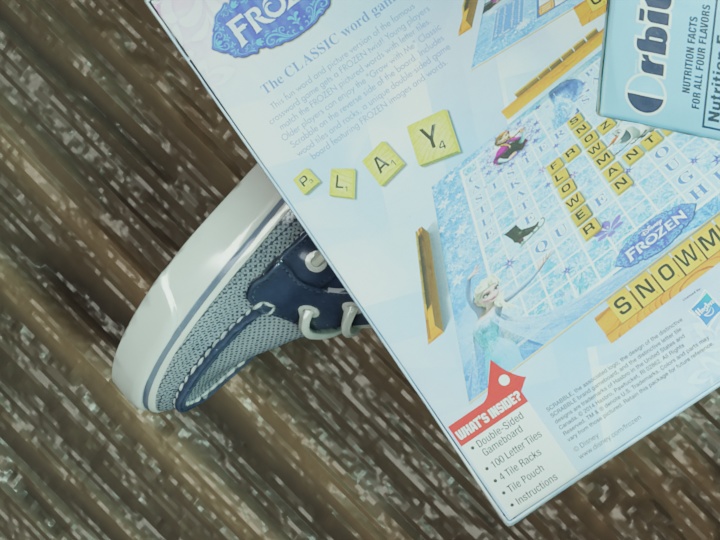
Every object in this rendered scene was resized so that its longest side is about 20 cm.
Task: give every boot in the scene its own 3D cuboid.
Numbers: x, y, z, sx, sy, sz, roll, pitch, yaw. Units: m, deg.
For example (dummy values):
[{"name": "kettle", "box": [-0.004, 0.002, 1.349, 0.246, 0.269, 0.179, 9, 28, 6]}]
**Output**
[{"name": "boot", "box": [0.000, 0.000, 0.955, 0.090, 0.073, 0.200, 46, 121, 10]}]

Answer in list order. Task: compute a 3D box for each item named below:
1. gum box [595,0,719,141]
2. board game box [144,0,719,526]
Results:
[{"name": "gum box", "box": [0.183, -0.061, 0.723, 0.200, 0.170, 0.045, 14, 115, 21]}, {"name": "board game box", "box": [0.071, -0.059, 0.873, 0.200, 0.041, 0.200, -34, 89, 12]}]
